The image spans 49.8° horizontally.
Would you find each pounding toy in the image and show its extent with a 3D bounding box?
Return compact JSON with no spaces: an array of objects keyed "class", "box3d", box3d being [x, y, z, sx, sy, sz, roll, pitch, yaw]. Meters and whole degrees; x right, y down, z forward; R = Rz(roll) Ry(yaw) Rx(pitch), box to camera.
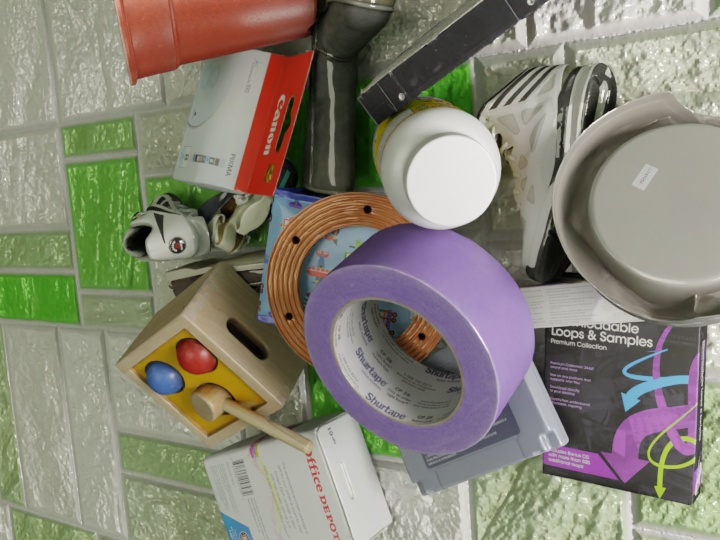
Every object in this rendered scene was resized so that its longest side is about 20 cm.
[{"class":"pounding toy","box3d":[-0.155,0.124,0.907,0.200,0.142,0.184,45,129,-14]}]

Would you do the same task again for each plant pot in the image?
[{"class":"plant pot","box3d":[-0.154,-0.302,0.784,0.201,0.194,0.202,168,90,-76]}]

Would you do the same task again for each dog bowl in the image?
[{"class":"dog bowl","box3d":[0.258,-0.046,0.624,0.199,0.059,0.201,-8,64,16]}]

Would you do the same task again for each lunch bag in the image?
[{"class":"lunch bag","box3d":[0.000,0.000,0.850,0.199,0.094,0.151,15,104,22]}]

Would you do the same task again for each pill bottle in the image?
[{"class":"pill bottle","box3d":[0.067,-0.098,0.701,0.104,0.200,0.105,-1,107,-3]}]

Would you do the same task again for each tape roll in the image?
[{"class":"tape roll","box3d":[0.051,0.063,0.715,0.199,0.085,0.201,18,128,25]}]

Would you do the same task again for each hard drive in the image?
[{"class":"hard drive","box3d":[0.097,-0.220,0.705,0.200,0.140,0.038,-32,104,35]}]

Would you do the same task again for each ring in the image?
[{"class":"ring","box3d":[0.000,0.017,0.811,0.199,0.019,0.202,2,102,9]}]

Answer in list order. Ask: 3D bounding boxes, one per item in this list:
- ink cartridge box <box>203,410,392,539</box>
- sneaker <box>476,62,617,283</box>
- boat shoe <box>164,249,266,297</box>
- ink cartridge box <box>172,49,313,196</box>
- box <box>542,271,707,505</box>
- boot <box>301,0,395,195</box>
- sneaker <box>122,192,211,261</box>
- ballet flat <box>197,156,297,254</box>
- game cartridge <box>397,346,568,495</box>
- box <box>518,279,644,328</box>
[{"class":"ink cartridge box","box3d":[-0.078,0.266,0.942,0.199,0.084,0.145,-22,86,36]},{"class":"sneaker","box3d":[0.161,-0.094,0.728,0.115,0.075,0.202,15,93,41]},{"class":"boat shoe","box3d":[-0.166,0.015,0.969,0.199,0.072,0.060,-8,101,38]},{"class":"ink cartridge box","box3d":[-0.136,-0.168,0.862,0.200,0.047,0.161,15,89,57]},{"class":"box","box3d":[0.243,0.105,0.725,0.142,0.036,0.201,4,99,34]},{"class":"boot","box3d":[-0.021,-0.178,0.803,0.182,0.072,0.201,-144,62,-73]},{"class":"sneaker","box3d":[-0.261,-0.051,0.976,0.200,0.088,0.075,16,119,61]},{"class":"ballet flat","box3d":[-0.147,-0.064,0.924,0.200,0.073,0.073,-33,79,40]},{"class":"game cartridge","box3d":[0.108,0.145,0.803,0.200,0.041,0.134,-35,76,42]},{"class":"box","box3d":[0.184,0.030,0.710,0.199,0.039,0.042,-8,89,35]}]
